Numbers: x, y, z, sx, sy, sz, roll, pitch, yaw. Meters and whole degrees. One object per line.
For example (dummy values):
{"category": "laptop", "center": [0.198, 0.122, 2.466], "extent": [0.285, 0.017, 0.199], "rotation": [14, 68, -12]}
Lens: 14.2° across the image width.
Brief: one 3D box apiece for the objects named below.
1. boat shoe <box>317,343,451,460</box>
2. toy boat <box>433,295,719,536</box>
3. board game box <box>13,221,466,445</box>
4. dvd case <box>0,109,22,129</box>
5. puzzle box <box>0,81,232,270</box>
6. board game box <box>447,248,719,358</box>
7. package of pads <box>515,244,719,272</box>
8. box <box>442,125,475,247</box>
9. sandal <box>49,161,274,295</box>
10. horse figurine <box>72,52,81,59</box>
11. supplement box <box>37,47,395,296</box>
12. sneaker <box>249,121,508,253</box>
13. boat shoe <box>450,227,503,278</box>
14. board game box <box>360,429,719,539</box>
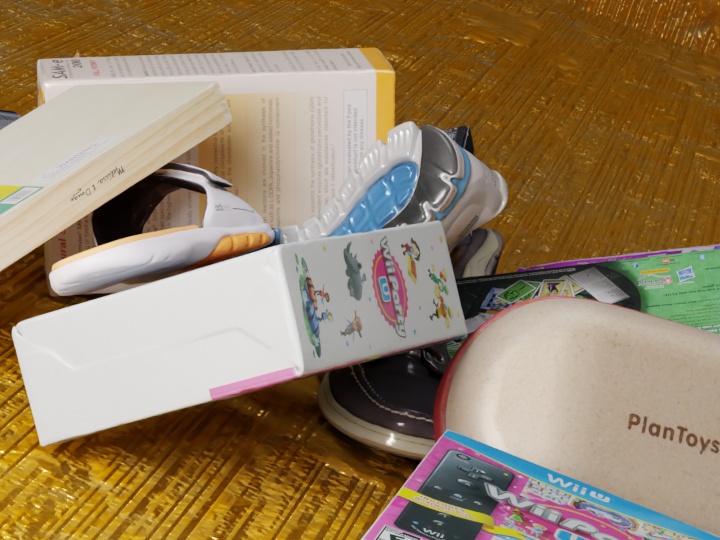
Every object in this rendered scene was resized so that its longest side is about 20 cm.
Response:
{"category": "boat shoe", "center": [0.017, 0.049, 1.603], "extent": [0.072, 0.065, 0.200], "rotation": [16, 14, -9]}
{"category": "toy boat", "center": [0.132, 0.093, 1.529], "extent": [0.200, 0.131, 0.131], "rotation": [16, -17, -14]}
{"category": "board game box", "center": [-0.055, 0.028, 1.423], "extent": [0.147, 0.064, 0.200], "rotation": [-15, -1, 25]}
{"category": "dvd case", "center": [-0.225, -0.066, 1.837], "extent": [0.143, 0.018, 0.200], "rotation": [5, 20, -43]}
{"category": "puzzle box", "center": [-0.178, -0.042, 1.487], "extent": [0.200, 0.025, 0.133], "rotation": [-35, 24, -33]}
{"category": "board game box", "center": [0.145, 0.036, 1.632], "extent": [0.200, 0.023, 0.105], "rotation": [-6, 42, 11]}
{"category": "package of pads", "center": [0.182, 0.030, 1.728], "extent": [0.200, 0.076, 0.121], "rotation": [-6, 9, 13]}
{"category": "box", "center": [-0.008, -0.040, 1.810], "extent": [0.161, 0.049, 0.200], "rotation": [-10, 12, 5]}
{"category": "sandal", "center": [-0.104, -0.028, 1.484], "extent": [0.079, 0.059, 0.207], "rotation": [-17, -2, 16]}
{"category": "horse figurine", "center": [-0.215, -0.078, 1.691], "extent": [0.200, 0.133, 0.050], "rotation": [24, 16, -10]}
{"category": "supplement box", "center": [-0.082, -0.058, 1.649], "extent": [0.200, 0.126, 0.074], "rotation": [-2, 16, -8]}
{"category": "sneaker", "center": [0.000, 0.000, 1.571], "extent": [0.087, 0.200, 0.075], "rotation": [18, 46, -49]}
{"category": "boat shoe", "center": [0.043, 0.008, 1.786], "extent": [0.073, 0.075, 0.200], "rotation": [19, 12, 0]}
{"category": "board game box", "center": [0.076, 0.146, 1.305], "extent": [0.147, 0.064, 0.200], "rotation": [21, 13, 8]}
